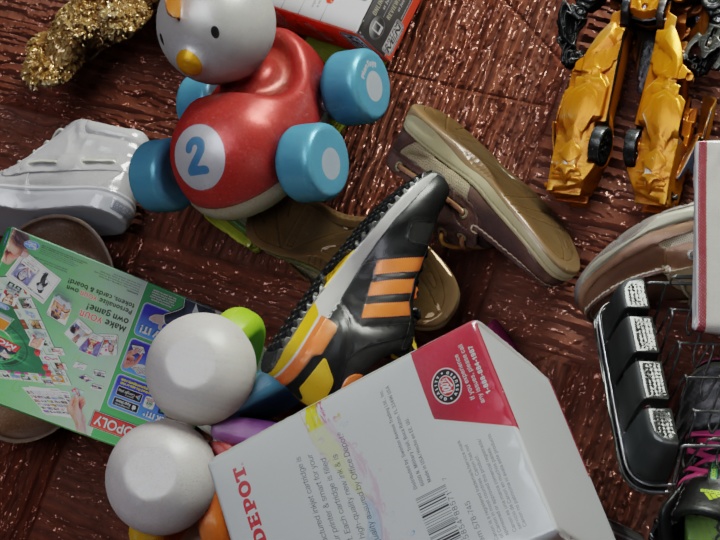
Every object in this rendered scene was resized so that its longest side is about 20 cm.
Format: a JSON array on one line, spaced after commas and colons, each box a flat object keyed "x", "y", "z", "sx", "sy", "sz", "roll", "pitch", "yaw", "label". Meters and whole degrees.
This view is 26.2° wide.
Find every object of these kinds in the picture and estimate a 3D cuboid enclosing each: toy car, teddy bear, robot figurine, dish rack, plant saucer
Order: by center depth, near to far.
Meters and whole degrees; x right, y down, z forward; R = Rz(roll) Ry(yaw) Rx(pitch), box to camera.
[{"x": 0.265, "y": 0.072, "z": 1.032, "sx": 0.199, "sy": 0.055, "sz": 0.154, "roll": 2, "pitch": 51, "yaw": -6, "label": "dish rack"}, {"x": -0.093, "y": 0.132, "z": 1.174, "sx": 0.149, "sy": 0.175, "sz": 0.201, "roll": 17, "pitch": 80, "yaw": 11, "label": "toy car"}, {"x": 0.211, "y": -0.144, "z": 1.176, "sx": 0.144, "sy": 0.058, "sz": 0.201, "roll": 10, "pitch": 78, "yaw": 28, "label": "robot figurine"}, {"x": -0.111, "y": -0.162, "z": 1.219, "sx": 0.184, "sy": 0.200, "sz": 0.177, "roll": -3, "pitch": 43, "yaw": 34, "label": "toy car"}, {"x": -0.271, "y": 0.053, "z": 1.344, "sx": 0.200, "sy": 0.037, "sz": 0.202, "roll": -13, "pitch": 68, "yaw": 34, "label": "plant saucer"}, {"x": -0.234, "y": -0.241, "z": 1.405, "sx": 0.199, "sy": 0.067, "sz": 0.145, "roll": -29, "pitch": 23, "yaw": 27, "label": "teddy bear"}]

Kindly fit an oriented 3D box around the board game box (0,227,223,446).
[{"x": -0.215, "y": 0.064, "z": 1.248, "sx": 0.029, "sy": 0.199, "sz": 0.135, "roll": 1, "pitch": 69, "yaw": 67, "label": "board game box"}]

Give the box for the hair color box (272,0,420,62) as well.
[{"x": -0.041, "y": -0.256, "z": 1.326, "sx": 0.199, "sy": 0.061, "sz": 0.102, "roll": 24, "pitch": 85, "yaw": 37, "label": "hair color box"}]

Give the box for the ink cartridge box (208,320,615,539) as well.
[{"x": 0.035, "y": 0.154, "z": 0.972, "sx": 0.199, "sy": 0.145, "sz": 0.146, "roll": -28, "pitch": 62, "yaw": 15, "label": "ink cartridge box"}]

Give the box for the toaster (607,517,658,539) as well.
[{"x": 0.093, "y": 0.227, "z": 1.072, "sx": 0.180, "sy": 0.119, "sz": 0.201, "roll": 17, "pitch": 80, "yaw": 29, "label": "toaster"}]

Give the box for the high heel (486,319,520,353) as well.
[{"x": 0.038, "y": 0.085, "z": 1.117, "sx": 0.067, "sy": 0.199, "sz": 0.097, "roll": -34, "pitch": 63, "yaw": 44, "label": "high heel"}]

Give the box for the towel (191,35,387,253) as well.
[{"x": -0.063, "y": -0.117, "z": 1.326, "sx": 0.086, "sy": 0.018, "sz": 0.200, "roll": 34, "pitch": 89, "yaw": 30, "label": "towel"}]

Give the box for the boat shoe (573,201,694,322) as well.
[{"x": 0.247, "y": -0.008, "z": 1.104, "sx": 0.199, "sy": 0.076, "sz": 0.072, "roll": -28, "pitch": 65, "yaw": 17, "label": "boat shoe"}]

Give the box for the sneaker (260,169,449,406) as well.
[{"x": 0.016, "y": 0.021, "z": 1.138, "sx": 0.090, "sy": 0.070, "sz": 0.200, "roll": 41, "pitch": 72, "yaw": -8, "label": "sneaker"}]

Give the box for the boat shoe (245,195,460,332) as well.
[{"x": 0.000, "y": 0.000, "z": 1.223, "sx": 0.199, "sy": 0.072, "sz": 0.072, "roll": 23, "pitch": 74, "yaw": 30, "label": "boat shoe"}]

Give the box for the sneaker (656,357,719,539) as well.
[{"x": 0.240, "y": 0.150, "z": 1.038, "sx": 0.073, "sy": 0.087, "sz": 0.201, "roll": 1, "pitch": 70, "yaw": 20, "label": "sneaker"}]

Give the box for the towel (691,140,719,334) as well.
[{"x": 0.321, "y": -0.013, "z": 1.041, "sx": 0.199, "sy": 0.023, "sz": 0.145, "roll": 6, "pitch": 68, "yaw": -2, "label": "towel"}]

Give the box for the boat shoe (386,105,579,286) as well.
[{"x": 0.088, "y": -0.045, "z": 1.195, "sx": 0.200, "sy": 0.072, "sz": 0.072, "roll": 47, "pitch": 112, "yaw": 31, "label": "boat shoe"}]

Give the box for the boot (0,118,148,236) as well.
[{"x": -0.279, "y": -0.085, "z": 1.400, "sx": 0.199, "sy": 0.074, "sz": 0.096, "roll": 3, "pitch": 62, "yaw": 24, "label": "boot"}]
